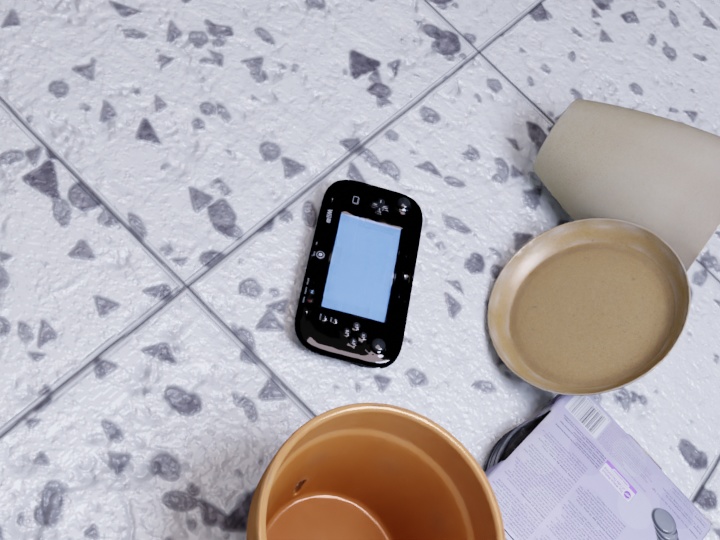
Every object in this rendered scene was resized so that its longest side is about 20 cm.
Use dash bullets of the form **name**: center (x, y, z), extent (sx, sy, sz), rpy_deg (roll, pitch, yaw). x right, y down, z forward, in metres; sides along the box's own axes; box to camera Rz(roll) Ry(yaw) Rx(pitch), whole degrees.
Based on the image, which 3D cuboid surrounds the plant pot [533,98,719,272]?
- **plant pot**: center (0.295, -0.096, 1.121), extent (0.200, 0.187, 0.187), rpy_deg (34, 54, 13)

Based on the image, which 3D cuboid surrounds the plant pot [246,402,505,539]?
- **plant pot**: center (-0.004, 0.222, 0.821), extent (0.200, 0.140, 0.200), rpy_deg (10, 60, -18)

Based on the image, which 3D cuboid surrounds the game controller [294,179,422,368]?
- **game controller**: center (0.000, 0.000, 1.006), extent (0.104, 0.042, 0.200), rpy_deg (20, 56, -13)

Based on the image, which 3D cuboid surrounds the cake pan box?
- **cake pan box**: center (0.206, 0.227, 0.966), extent (0.200, 0.052, 0.184), rpy_deg (47, 53, 6)

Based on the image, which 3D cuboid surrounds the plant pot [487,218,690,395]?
- **plant pot**: center (0.226, 0.038, 1.029), extent (0.200, 0.027, 0.200), rpy_deg (-12, 55, 18)
